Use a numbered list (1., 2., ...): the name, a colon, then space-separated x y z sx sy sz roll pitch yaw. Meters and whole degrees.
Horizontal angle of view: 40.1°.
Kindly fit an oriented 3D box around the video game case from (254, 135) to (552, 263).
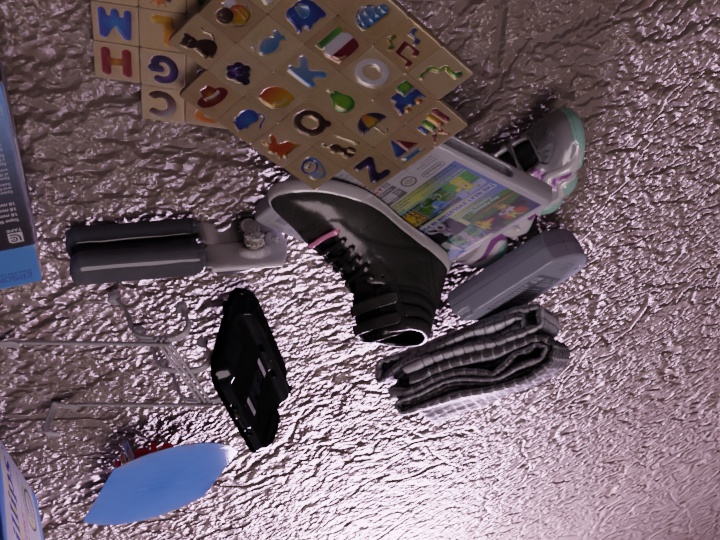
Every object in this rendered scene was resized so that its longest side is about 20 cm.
1. video game case: 0.033 -0.058 0.850 0.180 0.022 0.199 22 147 -27

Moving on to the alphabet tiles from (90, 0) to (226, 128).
1. alphabet tiles: -0.102 -0.173 0.670 0.163 0.006 0.202 7 141 -6

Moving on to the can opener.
1. can opener: -0.156 -0.012 0.864 0.197 0.053 0.067 -3 142 -27

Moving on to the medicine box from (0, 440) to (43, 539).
1. medicine box: -0.392 0.289 1.008 0.101 0.184 0.202 -15 146 -12

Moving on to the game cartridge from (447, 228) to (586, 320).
1. game cartridge: 0.174 0.006 1.046 0.132 0.041 0.200 -30 168 16

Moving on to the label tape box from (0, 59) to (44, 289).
1. label tape box: -0.310 -0.064 0.692 0.142 0.064 0.202 -12 144 -18

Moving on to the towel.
1. towel: 0.130 0.107 1.093 0.197 0.087 0.165 -22 169 15

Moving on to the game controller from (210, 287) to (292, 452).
1. game controller: -0.112 0.107 1.009 0.041 0.106 0.201 12 149 17

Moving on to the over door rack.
1. over door rack: -0.238 0.088 0.947 0.196 0.068 0.149 -11 146 5

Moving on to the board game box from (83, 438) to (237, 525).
1. board game box: -0.239 0.236 1.161 0.156 0.039 0.201 -4 146 -35

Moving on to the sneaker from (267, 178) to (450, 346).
1. sneaker: 0.000 0.000 0.832 0.198 0.101 0.070 29 145 -34

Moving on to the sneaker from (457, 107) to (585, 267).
1. sneaker: 0.110 -0.075 0.918 0.138 0.078 0.201 3 137 -34

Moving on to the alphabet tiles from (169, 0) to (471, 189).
1. alphabet tiles: -0.026 -0.132 0.693 0.199 0.006 0.165 33 132 -32
